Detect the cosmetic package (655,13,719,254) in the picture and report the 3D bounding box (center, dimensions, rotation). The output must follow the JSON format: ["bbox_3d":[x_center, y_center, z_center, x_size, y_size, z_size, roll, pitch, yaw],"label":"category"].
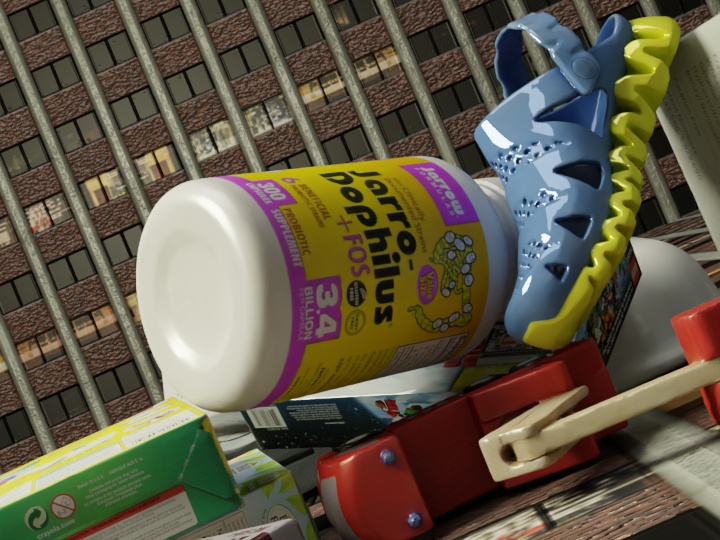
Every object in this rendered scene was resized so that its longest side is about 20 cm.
[{"bbox_3d":[0.276,-0.081,0.689,0.164,0.166,0.200,-23,-2,-20],"label":"cosmetic package"}]

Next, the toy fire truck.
[{"bbox_3d":[0.079,0.067,0.613,0.198,0.049,0.141,-23,-2,-8],"label":"toy fire truck"}]

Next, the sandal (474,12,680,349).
[{"bbox_3d":[0.092,-0.051,0.679,0.080,0.086,0.201,112,177,-54],"label":"sandal"}]

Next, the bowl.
[{"bbox_3d":[0.132,0.029,0.892,0.200,0.091,0.201,-23,0,0],"label":"bowl"}]

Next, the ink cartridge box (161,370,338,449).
[{"bbox_3d":[-0.039,0.074,1.034,0.199,0.085,0.175,7,-22,-39],"label":"ink cartridge box"}]

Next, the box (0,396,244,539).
[{"bbox_3d":[-0.126,0.104,0.663,0.116,0.049,0.200,-24,4,-12],"label":"box"}]

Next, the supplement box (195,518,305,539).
[{"bbox_3d":[-0.108,0.139,0.380,0.199,0.061,0.109,-24,0,-36],"label":"supplement box"}]

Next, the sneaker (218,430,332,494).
[{"bbox_3d":[-0.109,0.151,0.942,0.199,0.074,0.071,-9,-12,-41],"label":"sneaker"}]

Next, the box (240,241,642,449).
[{"bbox_3d":[0.044,0.038,0.793,0.198,0.038,0.137,-6,34,33],"label":"box"}]

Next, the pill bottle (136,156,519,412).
[{"bbox_3d":[0.000,0.000,0.682,0.199,0.105,0.104,-10,-9,-40],"label":"pill bottle"}]

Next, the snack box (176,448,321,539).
[{"bbox_3d":[-0.098,0.145,0.719,0.141,0.053,0.200,-22,0,-10],"label":"snack box"}]
